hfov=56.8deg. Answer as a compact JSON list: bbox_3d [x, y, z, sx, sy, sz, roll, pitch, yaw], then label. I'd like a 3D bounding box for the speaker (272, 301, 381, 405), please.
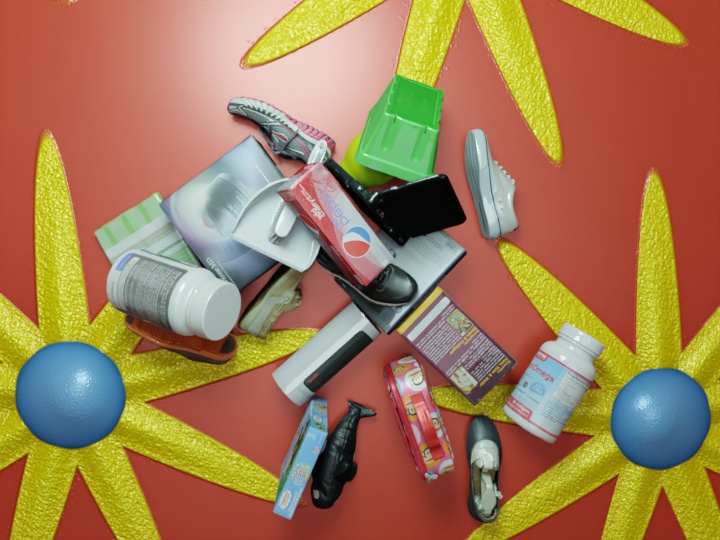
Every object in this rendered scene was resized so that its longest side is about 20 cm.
[{"bbox_3d":[-0.061,0.150,1.198,0.200,0.081,0.081,-41,95,0],"label":"speaker"}]

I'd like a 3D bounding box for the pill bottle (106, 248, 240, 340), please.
[{"bbox_3d":[-0.302,0.041,1.084,0.199,0.114,0.114,16,93,25],"label":"pill bottle"}]

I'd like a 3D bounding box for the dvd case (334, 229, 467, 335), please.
[{"bbox_3d":[0.069,-0.007,1.184,0.200,0.025,0.150,-46,62,1],"label":"dvd case"}]

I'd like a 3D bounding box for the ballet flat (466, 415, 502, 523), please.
[{"bbox_3d":[0.233,0.373,1.235,0.073,0.073,0.201,0,94,-3],"label":"ballet flat"}]

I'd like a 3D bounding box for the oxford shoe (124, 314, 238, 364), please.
[{"bbox_3d":[-0.321,0.125,1.175,0.199,0.073,0.071,23,49,-13],"label":"oxford shoe"}]

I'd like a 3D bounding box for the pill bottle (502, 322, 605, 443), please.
[{"bbox_3d":[0.354,0.201,1.209,0.109,0.109,0.200,31,91,-5],"label":"pill bottle"}]

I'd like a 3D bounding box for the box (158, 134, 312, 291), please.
[{"bbox_3d":[-0.201,-0.091,1.153,0.198,0.123,0.200,-37,95,1],"label":"box"}]

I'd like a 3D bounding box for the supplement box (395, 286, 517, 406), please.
[{"bbox_3d":[0.167,0.132,1.205,0.200,0.086,0.110,44,90,-5],"label":"supplement box"}]

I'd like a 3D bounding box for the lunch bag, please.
[{"bbox_3d":[0.105,0.259,1.165,0.082,0.176,0.201,-19,94,-2],"label":"lunch bag"}]

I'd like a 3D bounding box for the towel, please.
[{"bbox_3d":[-0.364,-0.018,1.184,0.149,0.031,0.200,-28,93,11],"label":"towel"}]

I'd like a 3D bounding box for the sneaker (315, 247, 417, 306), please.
[{"bbox_3d":[0.000,0.000,1.136,0.199,0.088,0.076,24,83,17],"label":"sneaker"}]

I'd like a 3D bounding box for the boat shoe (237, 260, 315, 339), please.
[{"bbox_3d":[-0.138,0.044,1.181,0.066,0.074,0.200,37,115,-14],"label":"boat shoe"}]

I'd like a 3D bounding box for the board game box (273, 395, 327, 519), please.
[{"bbox_3d":[-0.100,0.312,1.146,0.036,0.200,0.152,23,92,-3],"label":"board game box"}]

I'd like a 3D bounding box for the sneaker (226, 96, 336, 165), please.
[{"bbox_3d":[-0.144,-0.241,1.165,0.200,0.081,0.075,28,94,-5],"label":"sneaker"}]

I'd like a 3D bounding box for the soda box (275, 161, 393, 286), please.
[{"bbox_3d":[-0.038,-0.071,1.043,0.070,0.063,0.200,-45,111,-15],"label":"soda box"}]

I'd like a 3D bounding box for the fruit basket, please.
[{"bbox_3d":[0.053,-0.208,1.143,0.155,0.216,0.216,18,93,-4],"label":"fruit basket"}]

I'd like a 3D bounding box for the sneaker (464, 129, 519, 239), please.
[{"bbox_3d":[0.239,-0.159,1.203,0.071,0.073,0.201,-16,104,-11],"label":"sneaker"}]

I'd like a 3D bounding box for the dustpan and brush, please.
[{"bbox_3d":[-0.103,-0.116,1.066,0.139,0.057,0.201,26,77,-13],"label":"dustpan and brush"}]

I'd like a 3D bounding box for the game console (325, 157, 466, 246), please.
[{"bbox_3d":[0.062,-0.128,1.100,0.116,0.200,0.176,-45,64,0],"label":"game console"}]

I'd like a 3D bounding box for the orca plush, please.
[{"bbox_3d":[-0.025,0.343,1.206,0.105,0.071,0.200,42,75,-24],"label":"orca plush"}]
